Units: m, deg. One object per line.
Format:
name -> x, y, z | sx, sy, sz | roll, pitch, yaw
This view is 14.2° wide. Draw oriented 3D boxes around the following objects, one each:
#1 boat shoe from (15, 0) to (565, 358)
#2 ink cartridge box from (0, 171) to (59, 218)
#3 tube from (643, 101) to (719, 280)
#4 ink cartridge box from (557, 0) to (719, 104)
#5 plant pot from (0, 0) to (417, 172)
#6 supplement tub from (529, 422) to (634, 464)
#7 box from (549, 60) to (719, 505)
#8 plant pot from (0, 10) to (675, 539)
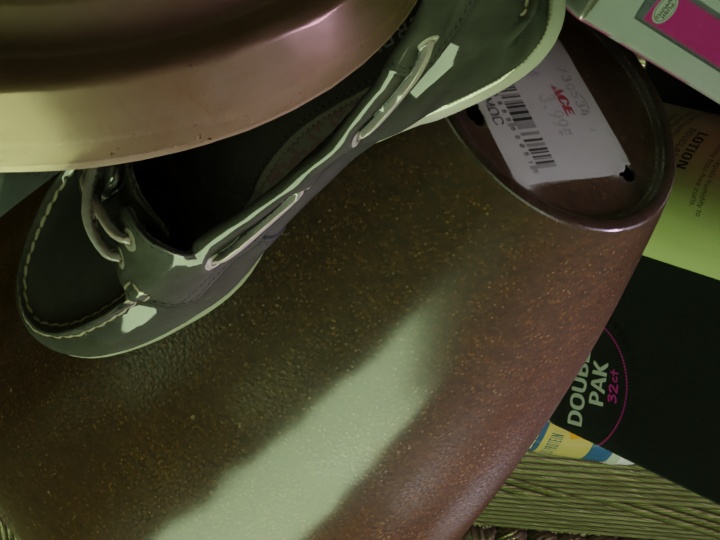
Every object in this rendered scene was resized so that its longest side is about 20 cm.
boat shoe -> -0.035, -0.040, 0.803 | 0.200, 0.067, 0.057 | -34, 157, 27
ink cartridge box -> -0.179, -0.050, 1.060 | 0.200, 0.050, 0.109 | 15, -177, 27
tube -> 0.159, -0.012, 0.912 | 0.200, 0.058, 0.052 | 19, -164, 38
ink cartridge box -> 0.093, -0.086, 0.884 | 0.095, 0.037, 0.200 | 45, -165, 33
plant pot -> -0.079, -0.119, 0.673 | 0.200, 0.201, 0.093 | 7, 130, 6
supplement tub -> 0.038, -0.001, 1.230 | 0.200, 0.145, 0.145 | 9, 171, -4
box -> 0.191, 0.019, 0.998 | 0.200, 0.149, 0.124 | 26, -164, 38
plant pot -> 0.000, 0.000, 0.900 | 0.187, 0.187, 0.200 | 14, 142, -32
